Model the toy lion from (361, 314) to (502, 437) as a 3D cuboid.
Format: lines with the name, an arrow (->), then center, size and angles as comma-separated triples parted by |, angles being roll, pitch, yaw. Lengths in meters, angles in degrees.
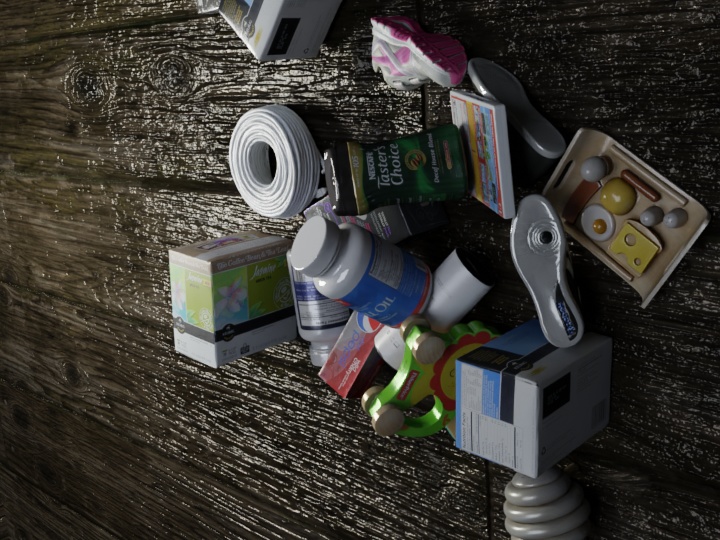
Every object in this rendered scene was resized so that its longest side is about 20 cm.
toy lion -> 0.124, 0.162, 1.241 | 0.202, 0.189, 0.069 | -61, 30, 14

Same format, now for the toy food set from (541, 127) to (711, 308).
toy food set -> 0.324, -0.067, 1.070 | 0.200, 0.060, 0.145 | 45, 129, 26

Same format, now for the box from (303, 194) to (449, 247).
box -> 0.023, -0.085, 1.328 | 0.199, 0.105, 0.124 | -26, 85, 45

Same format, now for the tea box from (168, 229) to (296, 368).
tea box -> -0.233, 0.045, 1.553 | 0.132, 0.198, 0.200 | 13, 112, 41

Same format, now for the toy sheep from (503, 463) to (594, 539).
toy sheep -> 0.267, 0.344, 1.201 | 0.137, 0.137, 0.203 | -20, 88, 45

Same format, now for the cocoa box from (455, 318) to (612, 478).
cocoa box -> 0.234, 0.164, 1.130 | 0.130, 0.198, 0.136 | 13, 112, 41

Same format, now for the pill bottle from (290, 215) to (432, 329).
pill bottle -> 0.000, 0.000, 1.208 | 0.112, 0.198, 0.114 | -34, 43, 38

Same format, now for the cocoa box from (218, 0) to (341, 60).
cocoa box -> -0.114, -0.455, 1.319 | 0.132, 0.132, 0.201 | 50, 131, 22

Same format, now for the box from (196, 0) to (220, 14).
box -> -0.239, -0.569, 1.479 | 0.157, 0.048, 0.204 | 4, 106, 44

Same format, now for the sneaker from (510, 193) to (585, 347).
sneaker -> 0.250, -0.005, 1.123 | 0.072, 0.112, 0.204 | -13, 95, 18

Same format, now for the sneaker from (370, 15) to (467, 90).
sneaker -> 0.083, -0.302, 1.222 | 0.200, 0.080, 0.089 | 46, 138, 45

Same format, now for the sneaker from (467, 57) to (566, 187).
sneaker -> 0.194, -0.198, 1.153 | 0.201, 0.070, 0.100 | 58, 146, 26

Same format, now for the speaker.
speaker -> 0.110, 0.061, 1.268 | 0.081, 0.081, 0.200 | 50, 114, 21

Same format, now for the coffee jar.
coffee jar -> 0.049, -0.139, 1.183 | 0.196, 0.085, 0.106 | -10, 86, 1

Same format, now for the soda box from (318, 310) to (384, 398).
soda box -> 0.015, 0.109, 1.377 | 0.070, 0.063, 0.202 | 35, 103, 31

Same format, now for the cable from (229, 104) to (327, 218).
cable -> -0.156, -0.191, 1.497 | 0.199, 0.069, 0.202 | -34, 78, 45

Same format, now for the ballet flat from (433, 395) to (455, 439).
ballet flat -> 0.142, 0.180, 1.320 | 0.063, 0.068, 0.202 | -35, 78, 39

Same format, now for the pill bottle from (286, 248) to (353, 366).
pill bottle -> -0.060, 0.057, 1.450 | 0.110, 0.110, 0.204 | 2, 104, 44

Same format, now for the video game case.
video game case -> 0.163, -0.163, 1.136 | 0.200, 0.017, 0.145 | -119, 19, -70
